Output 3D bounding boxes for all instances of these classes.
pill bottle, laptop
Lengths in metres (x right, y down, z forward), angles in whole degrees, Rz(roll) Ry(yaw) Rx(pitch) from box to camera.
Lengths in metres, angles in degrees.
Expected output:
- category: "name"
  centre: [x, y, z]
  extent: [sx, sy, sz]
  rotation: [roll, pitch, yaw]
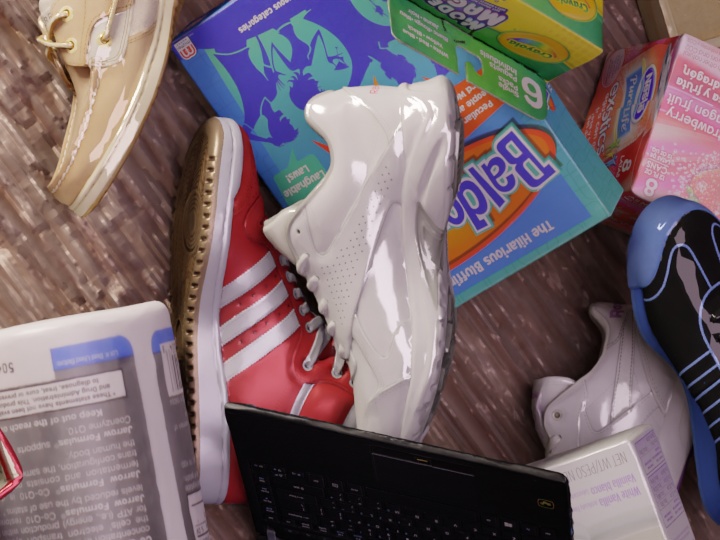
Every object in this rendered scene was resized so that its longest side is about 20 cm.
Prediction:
- category: "pill bottle"
  centre: [-0.134, 0.123, 1.472]
  extent: [0.113, 0.114, 0.201]
  rotation: [-10, 90, -20]
- category: "laptop"
  centre: [0.012, 0.174, 1.470]
  extent: [0.176, 0.200, 0.104]
  rotation: [11, 58, 14]

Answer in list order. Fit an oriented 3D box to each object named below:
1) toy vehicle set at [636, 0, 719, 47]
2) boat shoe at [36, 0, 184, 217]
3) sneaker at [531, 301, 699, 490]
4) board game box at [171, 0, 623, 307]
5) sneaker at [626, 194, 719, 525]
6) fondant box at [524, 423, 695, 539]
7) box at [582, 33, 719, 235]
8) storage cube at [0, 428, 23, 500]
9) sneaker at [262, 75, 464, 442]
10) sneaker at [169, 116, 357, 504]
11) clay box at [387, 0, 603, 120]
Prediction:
- category: "toy vehicle set"
  centre: [0.241, -0.203, 1.667]
  extent: [0.199, 0.026, 0.125]
  rotation: [-17, 93, -20]
- category: "boat shoe"
  centre: [-0.133, -0.127, 1.510]
  extent: [0.069, 0.074, 0.201]
  rotation: [21, 71, -15]
- category: "sneaker"
  centre: [0.127, 0.112, 1.601]
  extent: [0.099, 0.075, 0.201]
  rotation: [21, 81, 4]
- category: "board game box"
  centre: [0.019, -0.079, 1.528]
  extent: [0.152, 0.045, 0.200]
  rotation: [-32, 100, 23]
- category: "sneaker"
  centre: [0.202, 0.054, 1.532]
  extent: [0.070, 0.078, 0.201]
  rotation: [-33, 115, -27]
- category: "fondant box"
  centre: [0.115, 0.198, 1.529]
  extent: [0.144, 0.058, 0.201]
  rotation: [-21, 91, 17]
- category: "box"
  centre: [0.226, -0.046, 1.616]
  extent: [0.199, 0.103, 0.095]
  rotation: [22, 80, -18]
- category: "storage cube"
  centre: [-0.289, 0.070, 1.383]
  extent: [0.171, 0.180, 0.200]
  rotation: [-36, 98, -18]
- category: "sneaker"
  centre: [0.000, 0.000, 1.486]
  extent: [0.099, 0.078, 0.201]
  rotation: [3, 95, 6]
- category: "sneaker"
  centre: [-0.039, 0.021, 1.533]
  extent: [0.112, 0.071, 0.201]
  rotation: [1, 95, -16]
- category: "clay box"
  centre: [0.070, -0.184, 1.481]
  extent: [0.115, 0.048, 0.201]
  rotation: [26, 52, -34]
